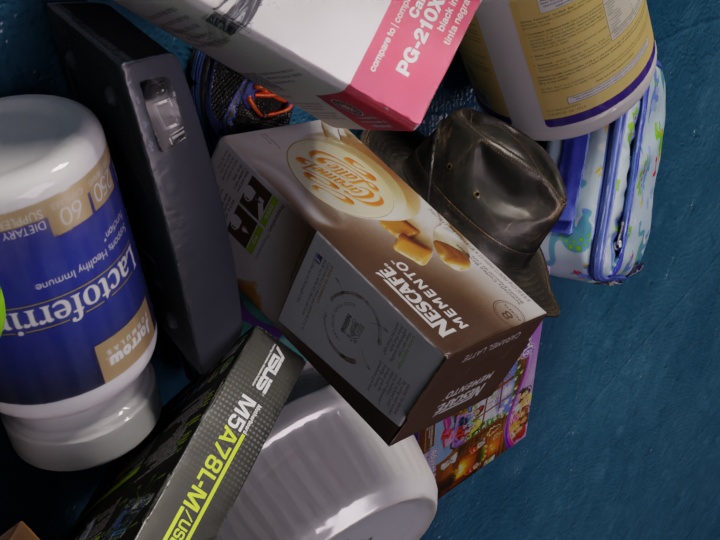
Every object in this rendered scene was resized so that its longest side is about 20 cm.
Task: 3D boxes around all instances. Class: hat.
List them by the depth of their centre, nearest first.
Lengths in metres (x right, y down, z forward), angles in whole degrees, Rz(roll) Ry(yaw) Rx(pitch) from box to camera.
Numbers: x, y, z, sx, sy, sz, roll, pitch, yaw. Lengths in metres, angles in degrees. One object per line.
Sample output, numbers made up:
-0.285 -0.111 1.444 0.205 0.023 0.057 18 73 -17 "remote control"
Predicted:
0.098 -0.061 0.921 0.081 0.201 0.201 -45 147 23 "hat"

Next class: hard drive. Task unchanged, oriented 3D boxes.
-0.122 -0.051 0.737 0.042 0.135 0.200 -24 126 -21 "hard drive"

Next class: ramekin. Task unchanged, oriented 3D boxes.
-0.033 0.179 0.930 0.202 0.094 0.202 -30 153 -17 "ramekin"

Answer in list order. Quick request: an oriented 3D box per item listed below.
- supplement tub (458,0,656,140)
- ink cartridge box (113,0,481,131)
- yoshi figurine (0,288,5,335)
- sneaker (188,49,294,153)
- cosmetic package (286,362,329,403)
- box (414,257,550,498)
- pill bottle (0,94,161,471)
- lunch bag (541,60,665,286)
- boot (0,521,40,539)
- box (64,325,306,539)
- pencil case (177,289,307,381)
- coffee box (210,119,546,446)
0.132 -0.211 0.932 0.145 0.145 0.200 -47 138 -20 "supplement tub"
-0.058 -0.158 0.689 0.200 0.145 0.084 28 87 -20 "ink cartridge box"
-0.224 0.015 0.600 0.112 0.200 0.112 -7 114 -34 "yoshi figurine"
-0.053 -0.152 0.810 0.075 0.078 0.200 -4 112 -46 "sneaker"
-0.005 0.084 1.005 0.200 0.051 0.083 -8 120 -45 "cosmetic package"
0.085 0.092 1.029 0.137 0.039 0.200 -30 140 -30 "box"
-0.181 0.011 0.723 0.116 0.116 0.200 -35 132 -32 "pill bottle"
0.205 -0.088 1.083 0.161 0.082 0.200 1 98 -66 "lunch bag"
-0.277 0.148 0.715 0.155 0.200 0.077 -35 -173 20 "boot"
-0.130 0.149 0.759 0.047 0.200 0.193 36 47 -13 "box"
-0.038 0.021 0.896 0.200 0.092 0.085 -25 95 -27 "pencil case"
0.000 0.000 0.787 0.114 0.200 0.080 -17 145 -49 "coffee box"
